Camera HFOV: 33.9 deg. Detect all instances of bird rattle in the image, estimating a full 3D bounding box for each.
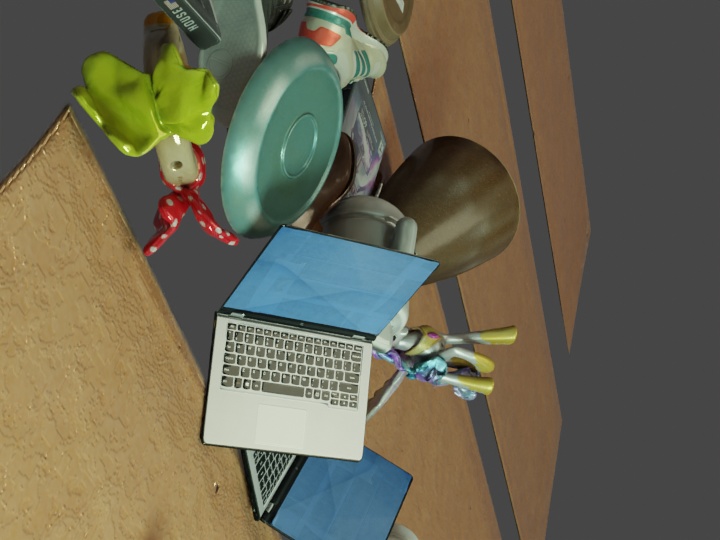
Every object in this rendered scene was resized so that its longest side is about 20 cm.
[{"bbox_3d":[-0.147,-0.119,0.974,0.200,0.112,0.164,69,12,-53],"label":"bird rattle"}]

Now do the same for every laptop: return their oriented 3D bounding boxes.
[{"bbox_3d":[-0.037,0.078,1.139,0.187,0.116,0.201,12,77,-33],"label":"laptop"},{"bbox_3d":[-0.033,0.191,1.264,0.187,0.115,0.201,-57,144,-58],"label":"laptop"}]

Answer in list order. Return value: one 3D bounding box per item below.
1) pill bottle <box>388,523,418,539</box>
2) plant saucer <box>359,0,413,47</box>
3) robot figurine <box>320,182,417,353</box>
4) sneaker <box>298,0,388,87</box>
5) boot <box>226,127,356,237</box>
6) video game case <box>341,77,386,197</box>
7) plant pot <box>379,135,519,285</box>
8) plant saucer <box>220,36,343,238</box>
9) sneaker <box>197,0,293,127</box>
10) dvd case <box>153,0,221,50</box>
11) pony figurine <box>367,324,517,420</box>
[{"bbox_3d":[0.016,0.402,1.447,0.200,0.110,0.111,-59,145,-55],"label":"pill bottle"},{"bbox_3d":[0.038,-0.403,1.598,0.200,0.029,0.201,1,90,-72],"label":"plant saucer"},{"bbox_3d":[0.000,0.000,1.311,0.113,0.169,0.201,30,49,-35],"label":"robot figurine"},{"bbox_3d":[-0.028,-0.244,1.378,0.094,0.070,0.200,-69,161,-2],"label":"sneaker"},{"bbox_3d":[-0.073,-0.140,1.240,0.200,0.064,0.187,64,34,-45],"label":"boot"},{"bbox_3d":[-0.011,-0.143,1.485,0.143,0.019,0.201,70,27,-46],"label":"video game case"},{"bbox_3d":[0.084,-0.057,1.565,0.200,0.186,0.188,-37,127,-48],"label":"plant pot"},{"bbox_3d":[-0.067,-0.122,1.134,0.200,0.027,0.201,-48,148,-42],"label":"plant saucer"},{"bbox_3d":[-0.102,-0.228,1.128,0.099,0.070,0.201,17,71,-65],"label":"sneaker"},{"bbox_3d":[-0.167,-0.284,0.894,0.150,0.025,0.201,43,27,-66],"label":"dvd case"},{"bbox_3d":[0.065,0.104,1.447,0.193,0.199,0.167,127,-30,-58],"label":"pony figurine"}]
